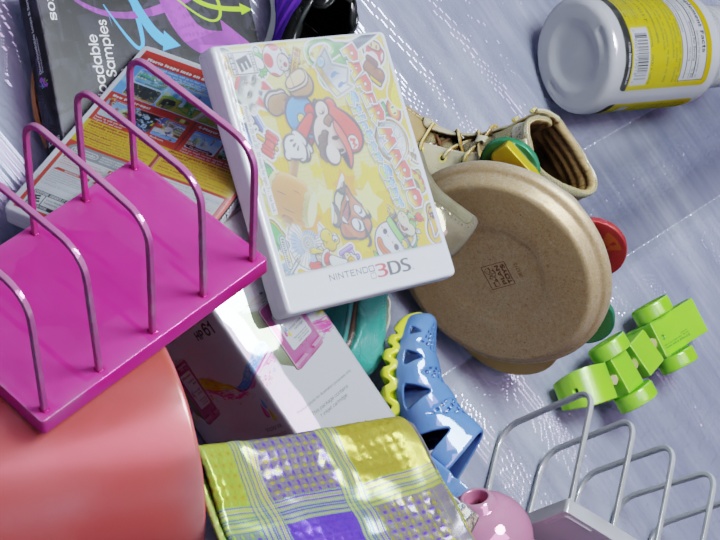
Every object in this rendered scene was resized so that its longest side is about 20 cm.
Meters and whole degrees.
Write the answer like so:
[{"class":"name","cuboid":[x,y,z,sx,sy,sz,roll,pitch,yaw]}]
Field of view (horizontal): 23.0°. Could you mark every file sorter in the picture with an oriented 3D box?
[{"class":"file sorter","cuboid":[-0.179,-0.026,1.151,0.139,0.126,0.199,36,56,26]},{"class":"file sorter","cuboid":[0.216,0.213,1.498,0.199,0.138,0.125,33,55,-21]}]

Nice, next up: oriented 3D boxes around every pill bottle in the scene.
[{"class":"pill bottle","cuboid":[0.277,-0.212,1.705,0.198,0.111,0.113,-8,78,-36]}]

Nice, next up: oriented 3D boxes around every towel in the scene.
[{"class":"towel","cuboid":[-0.012,0.168,1.212,0.198,0.023,0.145,-3,56,-38]}]

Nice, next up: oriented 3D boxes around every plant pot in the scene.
[{"class":"plant pot","cuboid":[-0.223,0.137,1.203,0.176,0.200,0.203,-12,81,-26]}]

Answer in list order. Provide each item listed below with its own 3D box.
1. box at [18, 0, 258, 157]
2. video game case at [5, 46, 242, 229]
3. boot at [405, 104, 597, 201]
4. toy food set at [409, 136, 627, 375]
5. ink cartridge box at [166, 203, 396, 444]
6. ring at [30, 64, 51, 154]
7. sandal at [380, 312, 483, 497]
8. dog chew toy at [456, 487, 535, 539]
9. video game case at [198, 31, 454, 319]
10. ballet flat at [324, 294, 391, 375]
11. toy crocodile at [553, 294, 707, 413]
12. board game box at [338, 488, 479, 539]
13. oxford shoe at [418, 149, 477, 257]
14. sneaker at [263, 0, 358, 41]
[{"class":"box","cuboid":[-0.167,-0.164,1.408,0.198,0.036,0.145,-6,77,-35]},{"class":"video game case","cuboid":[-0.148,-0.081,1.300,0.142,0.018,0.201,21,50,16]},{"class":"boot","cuboid":[0.091,-0.107,1.512,0.200,0.155,0.073,41,55,-16]},{"class":"toy food set","cuboid":[0.125,-0.007,1.478,0.200,0.198,0.049,48,40,-7]},{"class":"ink cartridge box","cuboid":[-0.085,0.065,1.337,0.084,0.144,0.201,-36,95,-31]},{"class":"ring","cuboid":[-0.175,-0.129,1.424,0.199,0.019,0.203,13,66,-32]},{"class":"sandal","cuboid":[0.061,0.133,1.441,0.079,0.086,0.202,37,50,-72]},{"class":"dog chew toy","cuboid":[0.105,0.259,1.382,0.124,0.124,0.202,-33,123,-37]},{"class":"video game case","cuboid":[-0.022,-0.076,1.323,0.181,0.023,0.202,-12,84,-44]},{"class":"ballet flat","cuboid":[0.000,0.000,1.479,0.070,0.067,0.202,38,53,-47]},{"class":"toy crocodile","cuboid":[0.254,0.079,1.625,0.199,0.062,0.068,-32,92,-42]},{"class":"board game box","cuboid":[-0.021,0.251,1.269,0.096,0.160,0.200,36,41,0]},{"class":"oxford shoe","cuboid":[0.010,-0.081,1.437,0.075,0.071,0.200,-40,81,-18]},{"class":"sneaker","cuboid":[-0.036,-0.230,1.502,0.069,0.099,0.202,18,65,-30]}]
